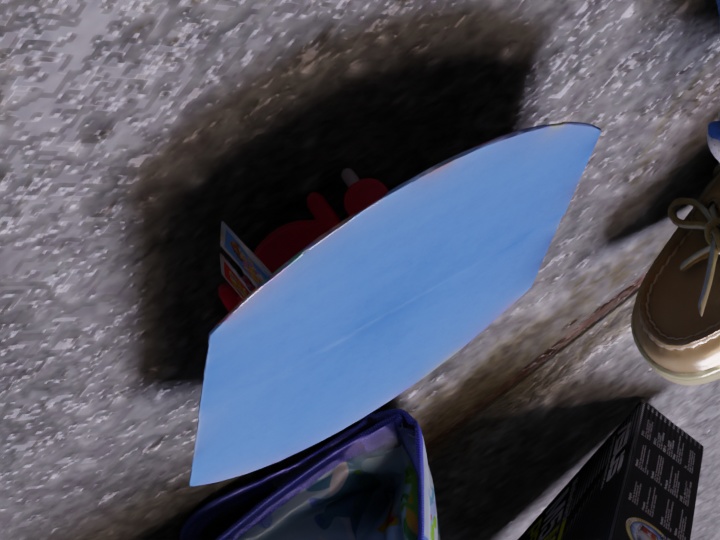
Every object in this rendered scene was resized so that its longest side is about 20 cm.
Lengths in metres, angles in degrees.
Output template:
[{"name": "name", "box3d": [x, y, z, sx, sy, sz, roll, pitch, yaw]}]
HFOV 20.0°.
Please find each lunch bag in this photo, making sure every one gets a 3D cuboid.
[{"name": "lunch bag", "box3d": [-0.024, 0.174, 0.911, 0.200, 0.127, 0.170, -56, 163, -20]}]

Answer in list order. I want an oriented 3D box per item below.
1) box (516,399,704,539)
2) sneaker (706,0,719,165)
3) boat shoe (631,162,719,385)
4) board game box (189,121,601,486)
[{"name": "box", "box3d": [0.097, 0.169, 0.998, 0.160, 0.044, 0.200, -53, -177, 25]}, {"name": "sneaker", "box3d": [0.199, -0.105, 0.710, 0.146, 0.081, 0.201, 8, 119, -33]}, {"name": "boat shoe", "box3d": [0.181, -0.038, 0.831, 0.200, 0.073, 0.063, -48, 147, 7]}, {"name": "board game box", "box3d": [0.000, 0.000, 0.721, 0.158, 0.039, 0.200, -29, 161, -20]}]
